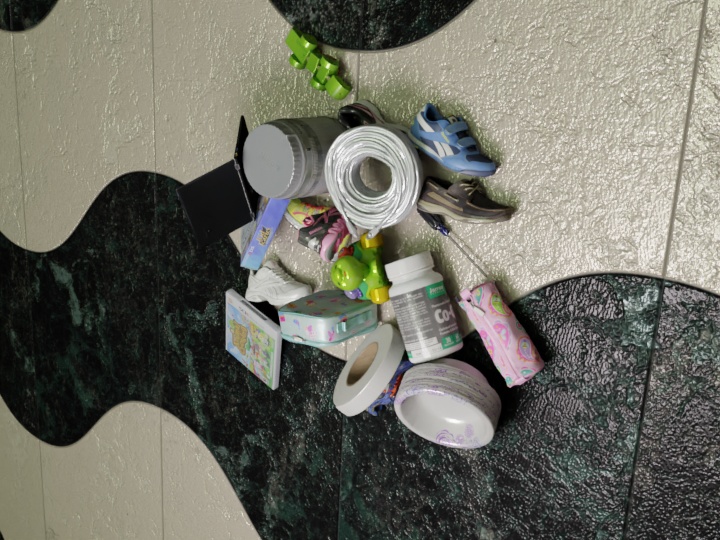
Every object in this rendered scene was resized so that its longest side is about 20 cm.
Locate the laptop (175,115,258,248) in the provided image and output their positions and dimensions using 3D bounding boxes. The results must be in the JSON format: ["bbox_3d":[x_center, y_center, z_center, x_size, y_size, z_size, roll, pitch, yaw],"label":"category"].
[{"bbox_3d":[-0.287,-0.182,1.662,0.115,0.201,0.188,-2,143,5],"label":"laptop"}]

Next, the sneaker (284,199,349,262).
[{"bbox_3d":[-0.092,-0.112,1.735,0.200,0.078,0.091,45,109,21],"label":"sneaker"}]

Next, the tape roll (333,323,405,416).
[{"bbox_3d":[0.017,0.202,1.639,0.037,0.204,0.203,37,128,-14],"label":"tape roll"}]

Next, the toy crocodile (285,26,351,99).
[{"bbox_3d":[-0.090,-0.433,1.664,0.200,0.061,0.068,50,126,25],"label":"toy crocodile"}]

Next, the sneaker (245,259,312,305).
[{"bbox_3d":[-0.194,0.026,1.841,0.199,0.078,0.100,3,99,37],"label":"sneaker"}]

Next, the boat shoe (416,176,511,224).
[{"bbox_3d":[0.190,-0.134,1.494,0.199,0.074,0.074,16,110,34],"label":"boat shoe"}]

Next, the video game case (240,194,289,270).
[{"bbox_3d":[-0.213,-0.133,1.772,0.182,0.045,0.201,-100,32,-52],"label":"video game case"}]

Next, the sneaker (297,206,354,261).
[{"bbox_3d":[-0.066,-0.099,1.624,0.095,0.200,0.080,18,125,12],"label":"sneaker"}]

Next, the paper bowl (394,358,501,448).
[{"bbox_3d":[0.173,0.248,1.545,0.199,0.105,0.202,16,142,13],"label":"paper bowl"}]

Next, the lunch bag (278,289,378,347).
[{"bbox_3d":[-0.064,0.102,1.670,0.159,0.199,0.078,11,109,37],"label":"lunch bag"}]

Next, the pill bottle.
[{"bbox_3d":[0.121,0.071,1.572,0.113,0.113,0.202,-18,90,40],"label":"pill bottle"}]

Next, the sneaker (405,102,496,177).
[{"bbox_3d":[0.172,-0.239,1.485,0.199,0.074,0.083,36,118,26],"label":"sneaker"}]

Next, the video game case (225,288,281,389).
[{"bbox_3d":[-0.260,0.167,1.925,0.182,0.022,0.201,35,137,28],"label":"video game case"}]

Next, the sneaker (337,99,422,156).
[{"bbox_3d":[0.029,-0.263,1.584,0.200,0.086,0.081,38,123,25],"label":"sneaker"}]

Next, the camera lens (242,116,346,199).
[{"bbox_3d":[-0.121,-0.231,1.638,0.159,0.199,0.162,10,107,37],"label":"camera lens"}]

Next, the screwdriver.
[{"bbox_3d":[0.181,-0.059,1.553,0.200,0.029,0.028,46,124,17],"label":"screwdriver"}]

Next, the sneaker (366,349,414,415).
[{"bbox_3d":[0.060,0.238,1.699,0.078,0.075,0.200,46,131,4],"label":"sneaker"}]

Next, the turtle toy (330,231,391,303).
[{"bbox_3d":[0.000,0.000,1.608,0.100,0.200,0.147,-11,89,9],"label":"turtle toy"}]

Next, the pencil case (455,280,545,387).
[{"bbox_3d":[0.260,0.116,1.490,0.087,0.087,0.201,-38,77,38],"label":"pencil case"}]

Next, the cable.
[{"bbox_3d":[0.027,-0.181,1.534,0.199,0.069,0.201,-30,93,30],"label":"cable"}]
